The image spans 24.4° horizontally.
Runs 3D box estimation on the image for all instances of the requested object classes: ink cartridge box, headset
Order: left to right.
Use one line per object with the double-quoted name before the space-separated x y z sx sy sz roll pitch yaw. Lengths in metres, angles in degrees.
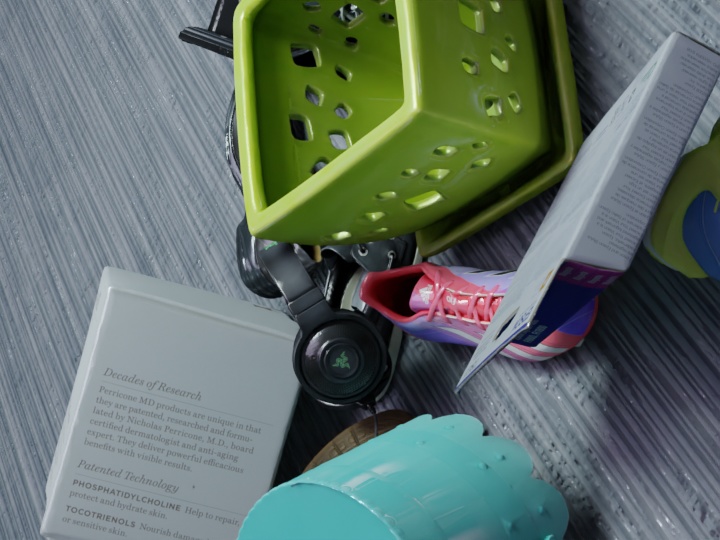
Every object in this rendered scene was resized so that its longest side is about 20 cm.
"headset" -0.001 0.058 1.193 0.094 0.124 0.200 -31 80 -1
"ink cartridge box" 0.134 -0.020 0.997 0.200 0.043 0.196 -63 1 -16

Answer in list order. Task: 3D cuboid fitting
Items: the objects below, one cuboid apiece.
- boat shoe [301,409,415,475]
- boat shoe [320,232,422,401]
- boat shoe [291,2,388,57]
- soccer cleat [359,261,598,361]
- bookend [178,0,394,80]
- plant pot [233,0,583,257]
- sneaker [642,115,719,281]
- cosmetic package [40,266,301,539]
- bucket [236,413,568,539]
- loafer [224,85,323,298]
"boat shoe" -0.016 0.190 1.254 0.200 0.065 0.072 -49 34 7
"boat shoe" -0.001 0.000 1.291 0.074 0.066 0.200 13 89 56
"boat shoe" 0.001 -0.223 1.296 0.200 0.075 0.062 -31 33 -8
"soccer cleat" 0.081 0.024 1.159 0.200 0.076 0.067 3 82 55
"bookend" -0.046 -0.263 1.419 0.199 0.092 0.200 30 102 55
"plant pot" 0.040 -0.129 1.175 0.200 0.181 0.199 -34 53 45
"sneaker" 0.255 -0.071 0.968 0.105 0.076 0.200 38 105 25
"cosmetic package" -0.150 0.118 1.336 0.167 0.166 0.200 -149 74 -79
"bucket" 0.025 0.203 1.069 0.207 0.135 0.207 13 109 40
"loafer" -0.065 -0.079 1.414 0.072 0.073 0.200 -21 71 40
